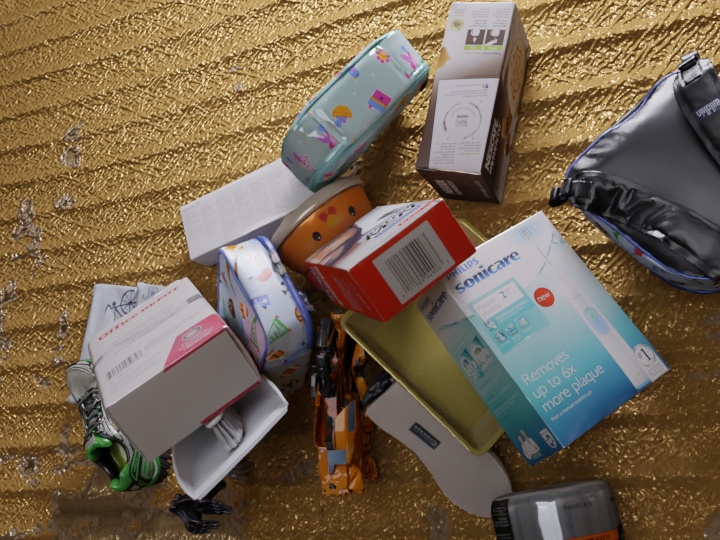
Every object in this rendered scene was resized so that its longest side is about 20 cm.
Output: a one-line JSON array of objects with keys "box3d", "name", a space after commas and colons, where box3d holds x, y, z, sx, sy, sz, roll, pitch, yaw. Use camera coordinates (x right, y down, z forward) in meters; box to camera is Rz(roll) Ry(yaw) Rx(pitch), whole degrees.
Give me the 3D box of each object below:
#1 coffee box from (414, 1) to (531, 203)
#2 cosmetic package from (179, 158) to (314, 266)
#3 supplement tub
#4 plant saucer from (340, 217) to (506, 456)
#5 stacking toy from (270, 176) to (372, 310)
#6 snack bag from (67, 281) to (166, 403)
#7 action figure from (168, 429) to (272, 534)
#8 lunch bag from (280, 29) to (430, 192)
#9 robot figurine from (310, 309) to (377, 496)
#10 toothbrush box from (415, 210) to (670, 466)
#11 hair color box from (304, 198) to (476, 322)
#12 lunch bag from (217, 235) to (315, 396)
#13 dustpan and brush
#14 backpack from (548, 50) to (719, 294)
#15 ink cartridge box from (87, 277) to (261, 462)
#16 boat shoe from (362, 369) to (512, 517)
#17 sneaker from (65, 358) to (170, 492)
[{"box3d": [0.135, -0.192, 0.848, 0.079, 0.114, 0.201, 9, 81, 25], "name": "coffee box"}, {"box3d": [-0.143, -0.082, 0.981, 0.199, 0.051, 0.083, -22, 72, 18], "name": "cosmetic package"}, {"box3d": [0.204, 0.310, 0.696, 0.122, 0.122, 0.201, -17, 72, 19], "name": "supplement tub"}, {"box3d": [0.111, 0.070, 0.787, 0.200, 0.049, 0.200, 43, 65, 16], "name": "plant saucer"}, {"box3d": [0.000, 0.000, 0.876, 0.146, 0.146, 0.200, -42, 83, 10], "name": "stacking toy"}, {"box3d": [-0.327, 0.108, 1.035, 0.199, 0.021, 0.189, 5, 81, 25], "name": "snack bag"}, {"box3d": [-0.167, 0.215, 0.890, 0.102, 0.119, 0.200, 16, 42, -10], "name": "action figure"}, {"box3d": [-0.006, -0.187, 0.875, 0.077, 0.160, 0.200, 45, 80, -1], "name": "lunch bag"}, {"box3d": [-0.015, 0.145, 0.829, 0.058, 0.145, 0.201, -2, 85, 13], "name": "robot figurine"}, {"box3d": [0.174, 0.064, 0.720, 0.146, 0.085, 0.200, -27, 70, -22], "name": "toothbrush box"}, {"box3d": [0.020, -0.014, 0.729, 0.111, 0.200, 0.064, -37, 100, -11], "name": "hair color box"}, {"box3d": [-0.119, 0.058, 0.864, 0.075, 0.200, 0.161, -18, 61, -24], "name": "lunch bag"}, {"box3d": [-0.169, 0.152, 0.822, 0.140, 0.057, 0.200, -45, 21, -8], "name": "dustpan and brush"}, {"box3d": [0.326, -0.073, 0.717, 0.200, 0.154, 0.191, -46, 56, 15], "name": "backpack"}, {"box3d": [-0.215, 0.101, 0.820, 0.146, 0.083, 0.200, -35, 26, -13], "name": "ink cartridge box"}, {"box3d": [0.091, 0.179, 0.810, 0.075, 0.093, 0.200, -43, 95, 16], "name": "boat shoe"}, {"box3d": [-0.333, 0.201, 0.963, 0.078, 0.085, 0.200, -45, 72, 18], "name": "sneaker"}]
